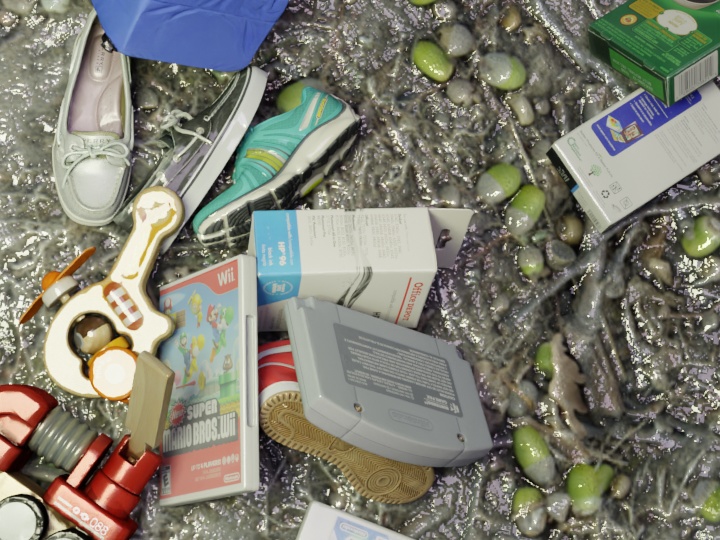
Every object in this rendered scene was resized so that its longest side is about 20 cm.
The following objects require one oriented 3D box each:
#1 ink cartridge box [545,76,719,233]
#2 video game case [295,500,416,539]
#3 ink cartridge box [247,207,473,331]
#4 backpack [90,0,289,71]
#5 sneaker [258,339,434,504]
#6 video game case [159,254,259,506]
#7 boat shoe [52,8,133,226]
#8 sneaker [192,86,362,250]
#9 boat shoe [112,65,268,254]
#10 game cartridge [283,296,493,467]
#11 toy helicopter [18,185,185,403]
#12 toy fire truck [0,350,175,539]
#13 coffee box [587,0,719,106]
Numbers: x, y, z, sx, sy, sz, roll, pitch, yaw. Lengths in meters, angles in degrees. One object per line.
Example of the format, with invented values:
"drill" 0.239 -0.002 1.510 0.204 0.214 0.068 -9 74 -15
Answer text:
"ink cartridge box" 0.289 -0.130 1.510 0.200 0.039 0.100 -32 82 -13
"video game case" 0.017 0.324 1.363 0.199 0.022 0.183 22 74 -3
"ink cartridge box" 0.000 0.000 1.387 0.199 0.116 0.068 -2 63 -9
"backpack" -0.162 -0.302 1.400 0.162 0.168 0.200 9 41 -44
"sneaker" -0.019 0.130 1.382 0.200 0.113 0.071 35 106 -31
"video game case" -0.134 0.098 1.339 0.017 0.143 0.201 9 72 -36
"boat shoe" -0.243 -0.143 1.417 0.074 0.065 0.203 6 75 -7
"sneaker" -0.086 -0.095 1.435 0.080 0.078 0.200 39 65 16
"boat shoe" -0.158 -0.115 1.420 0.068 0.074 0.200 34 82 -14
"game cartridge" 0.025 0.103 1.343 0.199 0.040 0.134 20 37 -34
"toy helicopter" -0.220 0.014 1.363 0.132 0.079 0.201 24 85 6
"toy fire truck" -0.243 0.142 1.293 0.176 0.129 0.200 36 86 2
"coffee box" 0.340 -0.248 1.515 0.200 0.044 0.123 -33 48 -15
